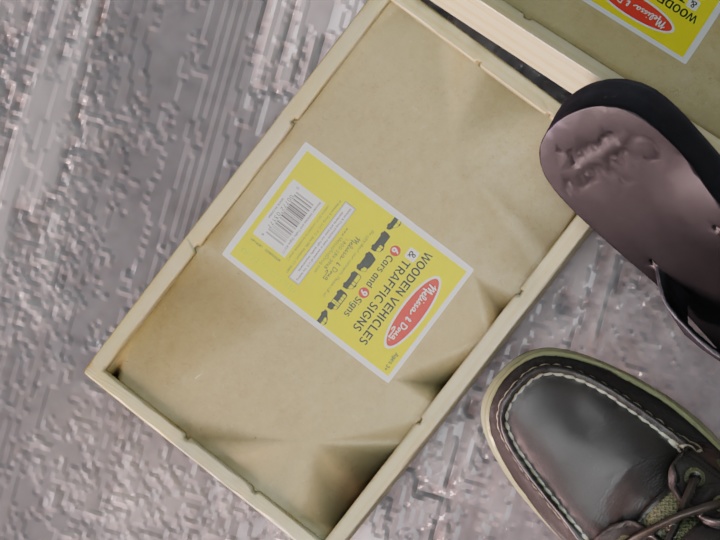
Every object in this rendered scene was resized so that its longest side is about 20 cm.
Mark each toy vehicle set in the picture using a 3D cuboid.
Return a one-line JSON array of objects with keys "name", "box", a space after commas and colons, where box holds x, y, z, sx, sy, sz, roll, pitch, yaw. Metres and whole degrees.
[{"name": "toy vehicle set", "box": [0.120, -0.119, 0.829, 0.200, 0.027, 0.124, 34, 74, 6]}, {"name": "toy vehicle set", "box": [0.000, 0.000, 0.848, 0.124, 0.027, 0.200, 38, 92, 7]}]

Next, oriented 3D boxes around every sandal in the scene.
[{"name": "sandal", "box": [0.145, 0.011, 0.800, 0.200, 0.076, 0.043, 37, 47, -8]}]

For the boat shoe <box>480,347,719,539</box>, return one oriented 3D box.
[{"name": "boat shoe", "box": [0.131, 0.105, 0.809, 0.201, 0.066, 0.072, 44, 89, -1]}]
